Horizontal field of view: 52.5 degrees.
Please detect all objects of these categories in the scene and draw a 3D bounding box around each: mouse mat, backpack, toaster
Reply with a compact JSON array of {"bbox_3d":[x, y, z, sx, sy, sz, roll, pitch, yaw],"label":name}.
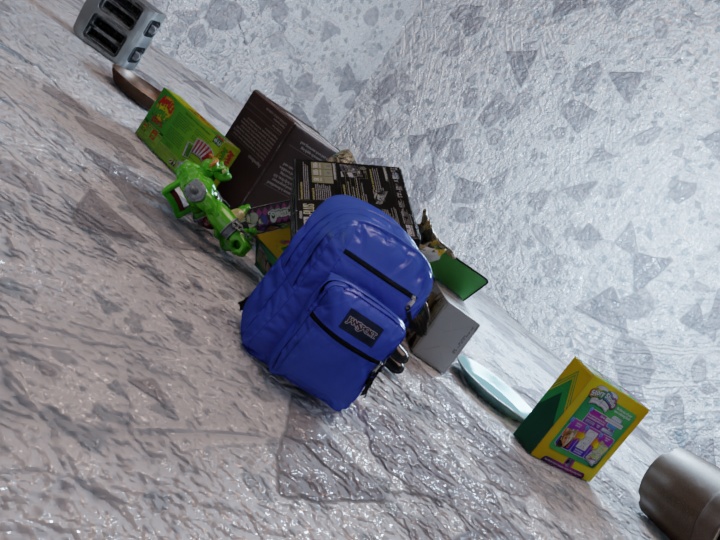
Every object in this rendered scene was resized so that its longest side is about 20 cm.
[{"bbox_3d":[0.150,0.013,1.465,0.160,0.008,0.200,34,-29,-6],"label":"mouse mat"},{"bbox_3d":[-0.013,0.036,0.798,0.161,0.201,0.168,32,10,-26],"label":"backpack"},{"bbox_3d":[-0.644,-0.663,1.939,0.199,0.182,0.119,35,10,-14],"label":"toaster"}]

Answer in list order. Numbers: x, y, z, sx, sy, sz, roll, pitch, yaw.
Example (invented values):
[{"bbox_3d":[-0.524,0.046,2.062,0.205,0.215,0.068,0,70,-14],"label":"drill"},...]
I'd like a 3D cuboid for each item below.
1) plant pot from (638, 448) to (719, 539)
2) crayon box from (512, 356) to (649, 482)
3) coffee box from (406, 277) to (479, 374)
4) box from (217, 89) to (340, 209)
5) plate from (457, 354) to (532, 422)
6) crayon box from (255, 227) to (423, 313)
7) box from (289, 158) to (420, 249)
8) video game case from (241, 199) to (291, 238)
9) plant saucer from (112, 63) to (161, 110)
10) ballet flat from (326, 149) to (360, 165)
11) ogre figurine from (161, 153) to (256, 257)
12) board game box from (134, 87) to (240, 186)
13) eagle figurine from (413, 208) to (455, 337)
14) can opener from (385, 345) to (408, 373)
[{"bbox_3d":[0.628,0.438,1.323,0.199,0.202,0.198,32,3,-27],"label":"plant pot"},{"bbox_3d":[0.387,0.264,1.274,0.199,0.174,0.058,30,10,-36],"label":"crayon box"},{"bbox_3d":[0.144,0.096,1.378,0.079,0.114,0.200,34,9,-10],"label":"coffee box"},{"bbox_3d":[-0.161,-0.192,1.371,0.165,0.201,0.164,26,13,-48],"label":"box"},{"bbox_3d":[0.259,0.235,1.404,0.199,0.026,0.200,37,9,-7],"label":"plate"},{"bbox_3d":[-0.030,0.005,1.042,0.170,0.059,0.200,-14,41,-34],"label":"crayon box"},{"bbox_3d":[-0.015,-0.065,1.002,0.160,0.087,0.201,3,34,-9],"label":"box"},{"bbox_3d":[-0.092,-0.080,1.241,0.199,0.178,0.037,17,65,-66],"label":"video game case"},{"bbox_3d":[-0.493,-0.404,1.694,0.199,0.035,0.200,35,9,-6],"label":"plant saucer"},{"bbox_3d":[0.016,-0.105,1.165,0.067,0.075,0.202,-5,-56,50],"label":"ballet flat"},{"bbox_3d":[-0.214,-0.094,1.046,0.120,0.097,0.201,52,16,-30],"label":"ogre figurine"},{"bbox_3d":[-0.310,-0.229,1.301,0.200,0.102,0.047,42,10,29],"label":"board game box"},{"bbox_3d":[0.088,-0.007,1.284,0.150,0.202,0.151,28,-31,1],"label":"eagle figurine"},{"bbox_3d":[-0.006,0.081,1.100,0.200,0.078,0.064,42,-29,12],"label":"can opener"}]
